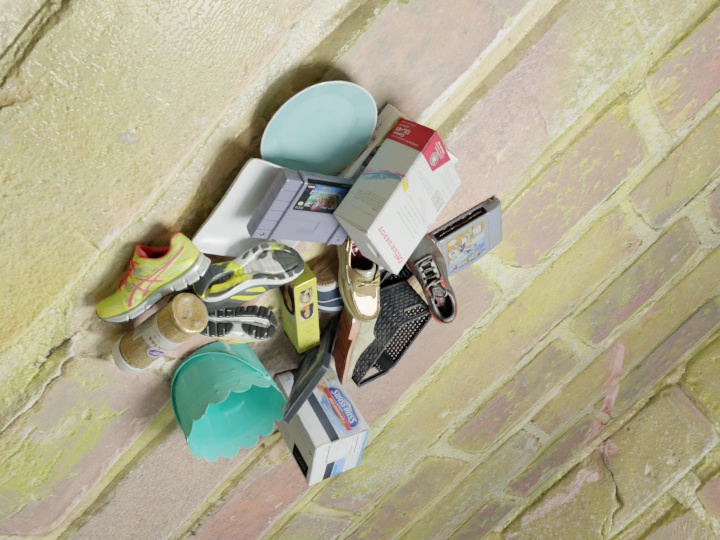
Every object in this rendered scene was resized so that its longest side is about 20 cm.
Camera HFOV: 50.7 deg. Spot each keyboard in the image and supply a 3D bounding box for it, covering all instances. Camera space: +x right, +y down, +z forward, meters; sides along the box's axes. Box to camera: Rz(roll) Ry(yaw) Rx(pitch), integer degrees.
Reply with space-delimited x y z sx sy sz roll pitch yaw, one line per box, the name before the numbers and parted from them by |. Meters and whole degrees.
keyboard | 0.036 0.047 1.554 0.199 0.040 0.104 -41 144 3

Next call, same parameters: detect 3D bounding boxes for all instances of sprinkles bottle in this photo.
sprinkles bottle | -0.326 0.104 1.226 0.067 0.070 0.199 9 149 -44

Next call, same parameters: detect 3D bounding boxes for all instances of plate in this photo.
plate | -0.155 -0.097 1.229 0.198 0.033 0.200 9 131 -46
plate | -0.067 -0.218 1.182 0.197 0.026 0.202 -22 147 -14

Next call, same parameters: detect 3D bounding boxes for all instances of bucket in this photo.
bucket | -0.257 0.241 1.437 0.204 0.135 0.210 -23 141 -20

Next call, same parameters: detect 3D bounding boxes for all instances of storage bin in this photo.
storage bin | 0.045 0.130 1.566 0.134 0.094 0.201 -16 146 -50

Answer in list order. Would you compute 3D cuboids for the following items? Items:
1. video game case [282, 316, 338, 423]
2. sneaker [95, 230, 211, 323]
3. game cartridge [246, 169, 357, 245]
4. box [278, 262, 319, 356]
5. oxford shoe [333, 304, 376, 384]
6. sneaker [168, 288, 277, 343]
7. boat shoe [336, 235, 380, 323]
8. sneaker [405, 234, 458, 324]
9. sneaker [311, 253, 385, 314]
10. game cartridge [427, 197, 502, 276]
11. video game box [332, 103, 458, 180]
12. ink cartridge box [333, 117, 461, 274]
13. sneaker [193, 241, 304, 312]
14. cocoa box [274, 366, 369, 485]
video game case | -0.095 0.191 1.494 0.019 0.201 0.144 31 112 -10
sneaker | -0.336 0.005 1.185 0.198 0.078 0.091 -31 114 4
game cartridge | -0.075 -0.099 1.233 0.197 0.039 0.130 2 140 -44
box | -0.115 0.068 1.423 0.049 0.076 0.202 -23 140 -20
oxford shoe | -0.006 0.145 1.476 0.072 0.071 0.203 -5 134 -22
sneaker | -0.249 0.091 1.325 0.197 0.080 0.090 20 154 -32
boat shoe | 0.000 0.000 1.354 0.073 0.066 0.204 -18 104 -23
sneaker | 0.143 0.012 1.483 0.076 0.203 0.082 -27 -177 3
sneaker | -0.012 0.012 1.453 0.197 0.070 0.110 -23 147 -25
game cartridge | 0.213 -0.058 1.592 0.198 0.042 0.134 -30 139 -10
video game box | 0.055 -0.172 1.331 0.182 0.047 0.199 -47 143 16
ink cartridge box | 0.064 -0.120 1.240 0.201 0.085 0.148 -53 145 -10
sneaker | -0.189 0.012 1.267 0.196 0.076 0.085 -15 159 -26
cocoa box | -0.089 0.317 1.602 0.129 0.201 0.135 -13 138 -28
